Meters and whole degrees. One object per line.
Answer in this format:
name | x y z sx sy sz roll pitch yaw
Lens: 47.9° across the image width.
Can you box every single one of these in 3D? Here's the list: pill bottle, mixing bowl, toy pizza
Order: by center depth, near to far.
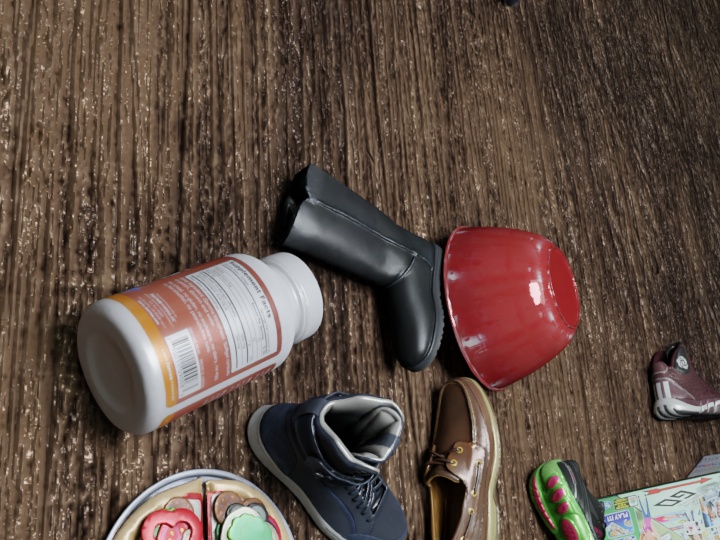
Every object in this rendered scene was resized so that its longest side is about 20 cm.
toy pizza | -0.125 0.268 0.675 0.198 0.032 0.203 17 63 -36
pill bottle | -0.130 0.051 0.701 0.199 0.112 0.113 -23 89 -44
mixing bowl | 0.190 0.031 0.953 0.200 0.107 0.203 35 48 -49

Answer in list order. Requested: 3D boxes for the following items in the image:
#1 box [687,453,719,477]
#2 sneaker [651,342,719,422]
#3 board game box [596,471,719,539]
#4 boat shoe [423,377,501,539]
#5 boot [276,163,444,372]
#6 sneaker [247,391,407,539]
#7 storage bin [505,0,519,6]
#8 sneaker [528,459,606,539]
box | 0.546 0.390 1.170 0.176 0.096 0.202 -25 91 -44
sneaker | 0.516 0.168 1.246 0.198 0.075 0.117 9 65 -38
board game box | 0.400 0.345 1.043 0.197 0.029 0.136 -8 76 -13
boat shoe | 0.105 0.213 0.870 0.067 0.072 0.203 15 67 -38
boot | 0.000 -0.001 0.863 0.199 0.065 0.167 31 47 -32
sneaker | 0.006 0.189 0.744 0.202 0.145 0.077 45 48 -21
storage bin | 0.214 -0.530 1.216 0.133 0.145 0.202 19 61 -23
sneaker | 0.274 0.321 0.973 0.083 0.076 0.202 -16 86 -39
